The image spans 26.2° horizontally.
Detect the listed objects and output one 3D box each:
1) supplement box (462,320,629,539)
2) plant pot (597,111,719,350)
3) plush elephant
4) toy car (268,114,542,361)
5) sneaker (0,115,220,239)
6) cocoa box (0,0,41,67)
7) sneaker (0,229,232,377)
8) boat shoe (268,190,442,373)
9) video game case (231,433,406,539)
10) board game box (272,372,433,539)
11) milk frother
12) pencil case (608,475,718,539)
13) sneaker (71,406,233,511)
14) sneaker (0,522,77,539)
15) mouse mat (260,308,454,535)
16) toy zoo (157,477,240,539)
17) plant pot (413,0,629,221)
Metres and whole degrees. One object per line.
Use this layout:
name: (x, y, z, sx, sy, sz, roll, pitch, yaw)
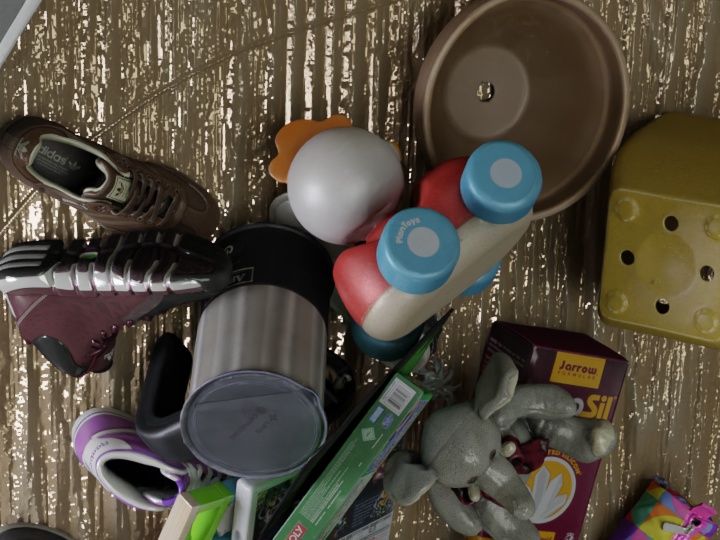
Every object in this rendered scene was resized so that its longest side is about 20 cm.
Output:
supplement box: (0.164, 0.159, 1.463, 0.110, 0.086, 0.201, 10, 101, -24)
plant pot: (0.306, -0.023, 1.365, 0.200, 0.195, 0.195, -18, 115, -54)
plush elephant: (0.108, 0.159, 1.328, 0.200, 0.155, 0.165, 41, 102, 4)
toy car: (0.019, -0.062, 1.248, 0.177, 0.184, 0.200, -39, 78, -20)
sneaker: (-0.199, -0.062, 1.255, 0.199, 0.076, 0.071, 21, 96, -26)
cocoa box: (-0.347, -0.160, 1.135, 0.133, 0.131, 0.201, 31, 92, -26)
sneaker: (-0.194, 0.033, 1.268, 0.199, 0.076, 0.116, 1, 122, 13)
boat shoe: (0.000, 0.000, 1.363, 0.200, 0.074, 0.060, 47, 43, -11)
video game case: (-0.041, 0.233, 1.373, 0.200, 0.023, 0.183, -19, 126, -44)
board game box: (-0.014, 0.171, 1.250, 0.029, 0.135, 0.200, 37, 89, 7)
milk frother: (-0.068, 0.101, 1.293, 0.200, 0.189, 0.180, 33, 124, -23)
pencil case: (0.275, 0.304, 1.553, 0.088, 0.088, 0.200, 35, 91, -27)
sneaker: (-0.148, 0.187, 1.329, 0.200, 0.114, 0.073, 20, 96, -27)
sneaker: (-0.237, 0.297, 1.327, 0.075, 0.106, 0.200, -47, 116, -3)
mouse mat: (-0.003, 0.124, 1.259, 0.008, 0.161, 0.200, 39, 55, 7)
toy zoo: (-0.103, 0.227, 1.353, 0.200, 0.020, 0.132, -9, 132, -50)
plant pot: (0.128, -0.150, 1.355, 0.200, 0.093, 0.202, -6, 108, -20)
